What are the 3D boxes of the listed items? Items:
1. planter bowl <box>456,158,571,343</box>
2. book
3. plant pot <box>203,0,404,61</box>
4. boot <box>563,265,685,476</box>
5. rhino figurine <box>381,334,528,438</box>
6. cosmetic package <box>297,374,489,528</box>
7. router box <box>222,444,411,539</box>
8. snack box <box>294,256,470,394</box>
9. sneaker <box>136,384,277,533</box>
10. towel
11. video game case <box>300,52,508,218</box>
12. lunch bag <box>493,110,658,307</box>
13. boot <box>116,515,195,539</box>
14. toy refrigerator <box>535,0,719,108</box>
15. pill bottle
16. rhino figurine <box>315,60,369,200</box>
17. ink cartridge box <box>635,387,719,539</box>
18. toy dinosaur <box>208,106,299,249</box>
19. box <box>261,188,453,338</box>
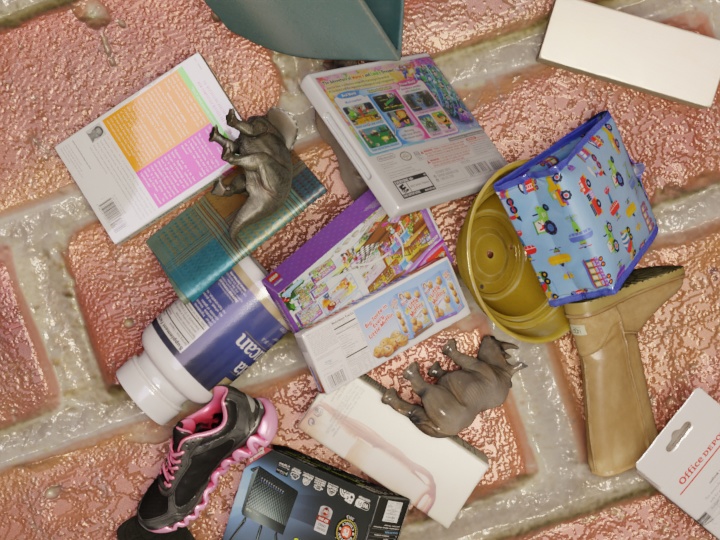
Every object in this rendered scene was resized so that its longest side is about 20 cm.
[{"bbox_3d":[0.167,-0.020,1.538,0.200,0.083,0.201,2,86,-37],"label":"planter bowl"},{"bbox_3d":[-0.231,-0.138,1.589,0.200,0.048,0.134,-32,87,2],"label":"book"},{"bbox_3d":[-0.073,-0.346,1.506,0.199,0.196,0.197,-4,70,19],"label":"plant pot"},{"bbox_3d":[0.307,0.107,1.558,0.175,0.066,0.201,-19,103,-26],"label":"boot"},{"bbox_3d":[0.117,0.123,1.525,0.087,0.200,0.060,42,131,20],"label":"rhino figurine"},{"bbox_3d":[0.037,0.191,1.546,0.200,0.103,0.087,33,90,4],"label":"cosmetic package"},{"bbox_3d":[-0.055,0.288,1.513,0.200,0.062,0.150,16,89,40],"label":"router box"},{"bbox_3d":[0.027,0.058,1.508,0.200,0.024,0.072,-28,100,-25],"label":"snack box"},{"bbox_3d":[-0.187,0.202,1.531,0.200,0.095,0.079,-47,44,4],"label":"sneaker"},{"bbox_3d":[-0.139,-0.057,1.549,0.200,0.147,0.022,-38,127,-1],"label":"towel"},{"bbox_3d":[0.054,-0.152,1.510,0.182,0.200,0.024,56,134,16],"label":"video game case"},{"bbox_3d":[0.259,-0.077,1.512,0.200,0.094,0.151,-37,105,-41],"label":"lunch bag"},{"bbox_3d":[-0.195,0.374,1.552,0.203,0.073,0.154,25,130,39],"label":"boot"},{"bbox_3d":[0.305,-0.246,1.569,0.199,0.070,0.076,16,96,3],"label":"toy refrigerator"},{"bbox_3d":[-0.172,0.077,1.549,0.200,0.111,0.111,-42,88,1],"label":"pill bottle"},{"bbox_3d":[-0.003,-0.165,1.570,0.087,0.060,0.200,-25,86,-3],"label":"rhino figurine"},{"bbox_3d":[0.389,0.219,1.523,0.200,0.068,0.116,39,89,-17],"label":"ink cartridge box"},{"bbox_3d":[-0.108,-0.115,1.497,0.102,0.077,0.200,14,50,-27],"label":"toy dinosaur"},{"bbox_3d":[0.000,0.000,1.520,0.200,0.039,0.137,-40,132,-14],"label":"box"}]
